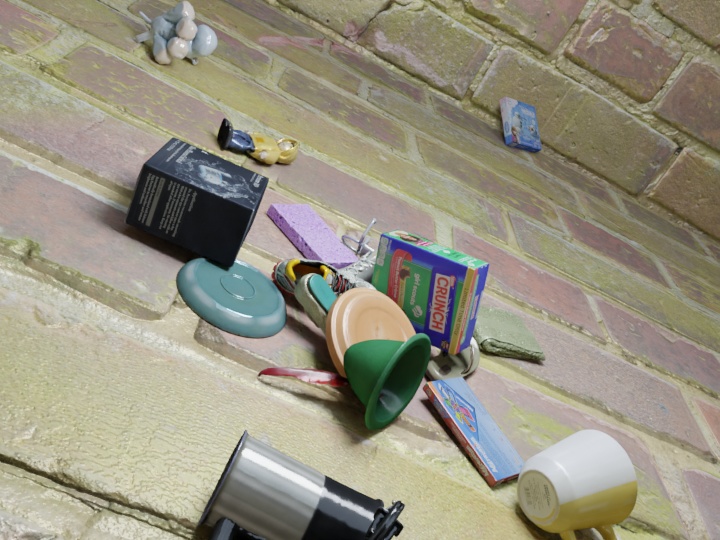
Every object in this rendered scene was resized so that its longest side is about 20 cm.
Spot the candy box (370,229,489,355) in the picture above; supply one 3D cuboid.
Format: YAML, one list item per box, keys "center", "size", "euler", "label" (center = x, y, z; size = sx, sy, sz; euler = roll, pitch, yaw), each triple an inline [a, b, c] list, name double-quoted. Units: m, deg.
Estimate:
- center: [0.119, 0.037, 1.416]
  size: [0.198, 0.172, 0.077]
  euler: [21, 22, 26]
  label: "candy box"

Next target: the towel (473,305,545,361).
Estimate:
- center: [0.301, 0.128, 1.660]
  size: [0.198, 0.037, 0.149]
  euler: [13, 30, -32]
  label: "towel"

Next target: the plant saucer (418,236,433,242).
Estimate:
- center: [0.186, 0.002, 1.740]
  size: [0.199, 0.037, 0.201]
  euler: [31, 22, -14]
  label: "plant saucer"

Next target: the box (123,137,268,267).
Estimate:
- center: [-0.281, -0.126, 1.362]
  size: [0.198, 0.119, 0.197]
  euler: [23, 21, -8]
  label: "box"

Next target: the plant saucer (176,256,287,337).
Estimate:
- center: [-0.208, 0.035, 1.290]
  size: [0.198, 0.028, 0.201]
  euler: [24, 27, -13]
  label: "plant saucer"

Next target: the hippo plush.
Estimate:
- center: [-0.474, -0.601, 2.056]
  size: [0.197, 0.162, 0.160]
  euler: [-3, -14, 31]
  label: "hippo plush"

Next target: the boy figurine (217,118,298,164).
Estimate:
- center: [-0.231, -0.292, 1.807]
  size: [0.198, 0.065, 0.125]
  euler: [11, 29, -29]
  label: "boy figurine"

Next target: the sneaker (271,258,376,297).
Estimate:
- center: [-0.057, 0.030, 1.375]
  size: [0.197, 0.079, 0.082]
  euler: [15, -15, -19]
  label: "sneaker"

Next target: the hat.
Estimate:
- center: [-0.010, 0.133, 1.198]
  size: [0.175, 0.167, 0.199]
  euler: [29, 6, 25]
  label: "hat"

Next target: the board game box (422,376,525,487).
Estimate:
- center: [0.193, 0.266, 1.298]
  size: [0.102, 0.020, 0.201]
  euler: [3, 43, -47]
  label: "board game box"

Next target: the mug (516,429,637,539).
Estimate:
- center: [0.334, 0.346, 1.192]
  size: [0.151, 0.151, 0.187]
  euler: [-3, 34, -37]
  label: "mug"

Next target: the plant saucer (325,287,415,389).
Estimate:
- center: [0.029, 0.120, 1.291]
  size: [0.199, 0.032, 0.203]
  euler: [23, 51, -32]
  label: "plant saucer"

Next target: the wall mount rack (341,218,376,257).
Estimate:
- center: [0.056, -0.034, 1.645]
  size: [0.199, 0.075, 0.174]
  euler: [33, -15, 4]
  label: "wall mount rack"

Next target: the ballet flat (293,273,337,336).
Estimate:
- center: [-0.042, 0.095, 1.310]
  size: [0.067, 0.062, 0.201]
  euler: [-32, 88, -48]
  label: "ballet flat"

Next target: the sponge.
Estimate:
- center: [-0.098, -0.070, 1.591]
  size: [0.111, 0.030, 0.200]
  euler: [-2, 41, -49]
  label: "sponge"

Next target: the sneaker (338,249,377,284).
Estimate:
- center: [0.000, 0.000, 1.499]
  size: [0.076, 0.093, 0.199]
  euler: [43, 29, 24]
  label: "sneaker"

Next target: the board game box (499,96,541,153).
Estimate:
- center: [0.672, -0.609, 3.237]
  size: [0.198, 0.043, 0.202]
  euler: [5, 72, -41]
  label: "board game box"

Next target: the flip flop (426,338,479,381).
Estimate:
- center: [0.181, 0.159, 1.449]
  size: [0.081, 0.058, 0.199]
  euler: [37, 27, 15]
  label: "flip flop"

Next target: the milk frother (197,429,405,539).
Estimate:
- center: [-0.065, 0.261, 0.842]
  size: [0.186, 0.201, 0.181]
  euler: [27, 29, -5]
  label: "milk frother"
